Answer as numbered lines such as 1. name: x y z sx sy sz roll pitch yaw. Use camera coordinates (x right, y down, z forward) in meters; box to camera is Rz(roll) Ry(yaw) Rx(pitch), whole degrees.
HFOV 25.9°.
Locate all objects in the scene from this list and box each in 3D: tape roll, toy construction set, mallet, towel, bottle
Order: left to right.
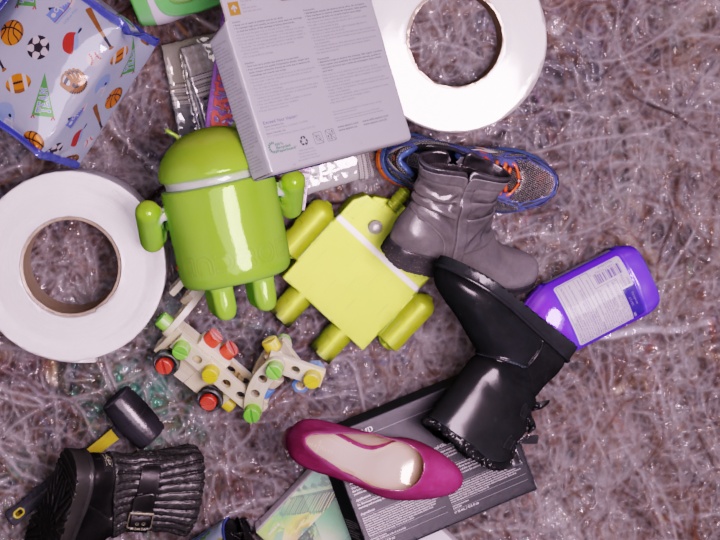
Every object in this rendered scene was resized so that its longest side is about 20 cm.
1. mallet: -0.311 0.200 1.694 0.200 0.041 0.066 -32 100 3
2. tape roll: -0.303 -0.007 1.651 0.201 0.071 0.203 -1 97 -6
3. toy construction set: -0.142 0.079 1.664 0.131 0.092 0.200 -42 91 25
4. towel: -0.101 -0.168 1.668 0.199 0.035 0.193 -14 98 -3
5. tape roll: 0.099 -0.249 1.675 0.202 0.037 0.204 -1 98 -5
6. bottle: 0.223 0.047 1.700 0.199 0.065 0.084 -27 94 -5

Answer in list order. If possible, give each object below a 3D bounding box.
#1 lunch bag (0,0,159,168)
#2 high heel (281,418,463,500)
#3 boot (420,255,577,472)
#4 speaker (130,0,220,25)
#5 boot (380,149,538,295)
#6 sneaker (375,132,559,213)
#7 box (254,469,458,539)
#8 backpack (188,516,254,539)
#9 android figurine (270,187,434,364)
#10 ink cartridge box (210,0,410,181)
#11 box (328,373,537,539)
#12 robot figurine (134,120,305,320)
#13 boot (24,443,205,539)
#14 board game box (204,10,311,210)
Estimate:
1. lunch bag: -0.341 -0.229 1.596 0.200 0.124 0.170 37 94 14
2. high heel: 0.019 0.192 1.582 0.199 0.096 0.068 21 82 -11
3. boot: 0.119 0.100 1.610 0.198 0.073 0.163 37 83 -22
4. speaker: -0.147 -0.322 1.621 0.199 0.088 0.089 -21 98 -2
5. boot: 0.129 -0.050 1.640 0.199 0.070 0.132 9 120 -33
6. sneaker: 0.116 -0.101 1.673 0.199 0.078 0.076 7 97 -6
7. box: 0.003 0.299 1.732 0.200 0.036 0.144 43 91 -7
8. backpack: -0.141 0.382 1.645 0.147 0.200 0.183 -35 99 2
9. android figurine: 0.000 0.000 1.692 0.182 0.041 0.200 44 93 -11
10. ink cartridge box: -0.054 -0.206 1.576 0.196 0.043 0.201 -17 90 -40
11. box: 0.069 0.204 1.681 0.199 0.079 0.142 -20 94 -14
12. robot figurine: -0.137 -0.054 1.578 0.175 0.116 0.201 -14 98 -10
13. boot: -0.264 0.274 1.685 0.157 0.080 0.212 4 129 -34
14. board game box: -0.101 -0.170 1.644 0.119 0.032 0.201 8 93 -2
